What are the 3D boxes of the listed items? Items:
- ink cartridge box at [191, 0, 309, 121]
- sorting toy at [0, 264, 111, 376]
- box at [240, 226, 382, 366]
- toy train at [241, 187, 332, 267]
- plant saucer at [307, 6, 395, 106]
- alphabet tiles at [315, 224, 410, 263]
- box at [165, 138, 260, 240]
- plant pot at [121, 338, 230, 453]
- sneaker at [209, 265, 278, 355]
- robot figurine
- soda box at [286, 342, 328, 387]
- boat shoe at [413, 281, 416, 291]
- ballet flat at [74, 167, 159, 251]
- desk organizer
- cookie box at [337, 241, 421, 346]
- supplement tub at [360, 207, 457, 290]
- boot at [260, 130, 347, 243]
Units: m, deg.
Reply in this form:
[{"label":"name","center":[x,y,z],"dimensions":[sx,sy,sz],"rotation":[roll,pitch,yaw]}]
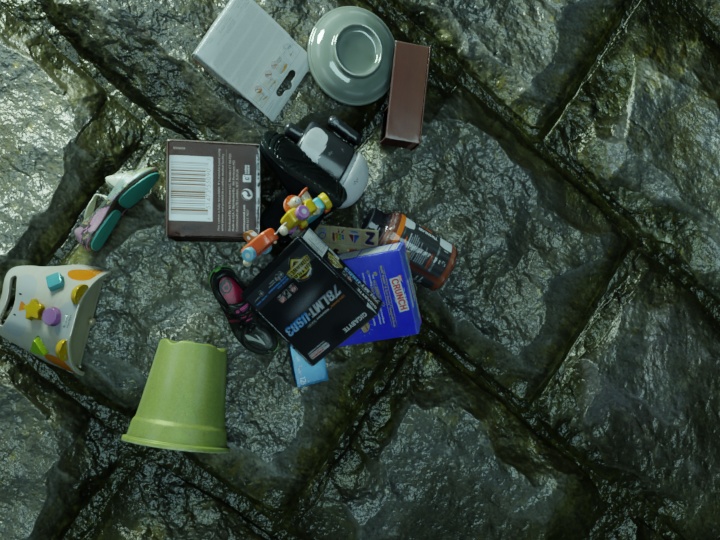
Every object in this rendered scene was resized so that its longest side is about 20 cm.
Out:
[{"label":"ink cartridge box","center":[-0.212,-0.427,1.284],"dimensions":[0.199,0.050,0.164],"rotation":[38,81,-29]},{"label":"sorting toy","center":[-0.584,0.075,1.180],"dimensions":[0.176,0.107,0.205],"rotation":[14,87,7]},{"label":"box","center":[-0.092,0.053,1.179],"dimensions":[0.199,0.050,0.199],"rotation":[46,123,-8]},{"label":"toy train","center":[-0.131,-0.085,1.106],"dimensions":[0.149,0.200,0.056],"rotation":[-37,90,28]},{"label":"plant saucer","center":[-0.009,-0.444,1.311],"dimensions":[0.195,0.050,0.206],"rotation":[0,92,-16]},{"label":"alphabet tiles","center":[0.000,0.000,1.281],"dimensions":[0.195,0.008,0.172],"rotation":[6,108,10]},{"label":"box","center":[-0.269,-0.139,1.182],"dimensions":[0.160,0.200,0.171],"rotation":[0,91,-12]},{"label":"plant pot","center":[-0.324,0.230,1.192],"dimensions":[0.195,0.200,0.189],"rotation":[11,77,-12]},{"label":"sneaker","center":[-0.232,0.084,1.252],"dimensions":[0.076,0.084,0.202],"rotation":[-37,98,-9]},{"label":"robot figurine","center":[-0.076,-0.210,1.267],"dimensions":[0.197,0.151,0.126],"rotation":[31,43,-10]},{"label":"soda box","center":[-0.117,0.124,1.289],"dimensions":[0.066,0.064,0.205],"rotation":[-11,93,-12]},{"label":"boat shoe","center":[0.027,0.025,1.321],"dimensions":[0.195,0.062,0.077],"rotation":[13,89,-9]},{"label":"ballet flat","center":[-0.469,-0.131,1.212],"dimensions":[0.071,0.069,0.201],"rotation":[36,83,9]},{"label":"desk organizer","center":[0.092,-0.361,1.329],"dimensions":[0.075,0.072,0.206],"rotation":[6,89,-10]},{"label":"cookie box","center":[0.007,0.050,1.250],"dimensions":[0.195,0.075,0.175],"rotation":[-10,105,15]},{"label":"supplement tub","center":[0.094,-0.049,1.314],"dimensions":[0.197,0.107,0.109],"rotation":[29,84,-12]},{"label":"boot","center":[-0.144,-0.142,1.207],"dimensions":[0.199,0.077,0.167],"rotation":[36,125,-22]}]
